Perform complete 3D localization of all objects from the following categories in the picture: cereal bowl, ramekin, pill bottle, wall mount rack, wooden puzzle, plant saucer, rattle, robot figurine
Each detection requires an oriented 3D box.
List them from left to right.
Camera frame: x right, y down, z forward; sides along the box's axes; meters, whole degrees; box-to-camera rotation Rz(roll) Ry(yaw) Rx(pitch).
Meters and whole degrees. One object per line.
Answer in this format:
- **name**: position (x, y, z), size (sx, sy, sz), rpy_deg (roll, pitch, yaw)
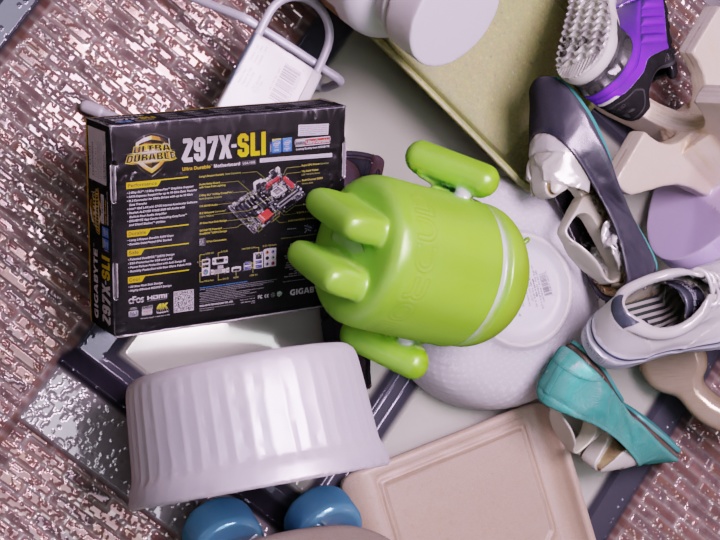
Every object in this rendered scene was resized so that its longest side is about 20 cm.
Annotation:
- **wall mount rack**: position (-0.113, -0.141, 1.357), size (0.173, 0.074, 0.201), rpy_deg (31, 78, -21)
- **ramekin**: position (-0.083, 0.117, 1.293), size (0.199, 0.200, 0.098), rpy_deg (-8, 83, -21)
- **pill bottle**: position (0.012, -0.248, 1.331), size (0.114, 0.115, 0.200), rpy_deg (-29, 53, -25)
- **robot figurine**: position (0.045, -0.005, 1.300), size (0.199, 0.116, 0.176), rpy_deg (12, 102, -35)
- **wooden puzzle**: position (0.096, 0.227, 1.443), size (0.199, 0.037, 0.186), rpy_deg (-19, 95, -16)
- **plant saucer**: position (0.117, -0.199, 1.450), size (0.200, 0.048, 0.200), rpy_deg (44, 67, -15)
- **cereal bowl**: position (0.117, 0.017, 1.431), size (0.199, 0.083, 0.201), rpy_deg (1, 87, -20)
- **rattle**: position (0.307, 0.061, 1.526), size (0.199, 0.143, 0.131), rpy_deg (8, 122, 16)

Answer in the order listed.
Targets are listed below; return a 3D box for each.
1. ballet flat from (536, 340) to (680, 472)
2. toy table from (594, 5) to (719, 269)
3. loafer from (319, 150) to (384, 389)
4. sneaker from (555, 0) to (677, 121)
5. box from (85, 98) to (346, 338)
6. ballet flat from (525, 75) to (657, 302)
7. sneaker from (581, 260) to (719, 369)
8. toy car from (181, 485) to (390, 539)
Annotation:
- **ballet flat**: position (0.203, 0.130, 1.448), size (0.070, 0.067, 0.200), rpy_deg (-48, 135, 0)
- **toy table**: position (0.288, -0.116, 1.462), size (0.117, 0.183, 0.201), rpy_deg (40, 63, -31)
- **loafer**: position (0.000, 0.000, 1.392), size (0.063, 0.072, 0.201), rpy_deg (-5, 87, -16)
- **sneaker**: position (0.226, -0.203, 1.429), size (0.099, 0.069, 0.201), rpy_deg (38, 52, -24)
- **box**: position (-0.106, -0.043, 1.293), size (0.199, 0.049, 0.161), rpy_deg (-9, 106, -30)
- **ballet flat**: position (0.179, -0.060, 1.397), size (0.073, 0.073, 0.201), rpy_deg (-33, 104, -19)
- **sneaker**: position (0.274, 0.029, 1.391), size (0.199, 0.071, 0.073), rpy_deg (-20, 71, -31)
- **toy car**: position (-0.052, 0.305, 1.336), size (0.176, 0.184, 0.201), rpy_deg (-3, 122, -29)
